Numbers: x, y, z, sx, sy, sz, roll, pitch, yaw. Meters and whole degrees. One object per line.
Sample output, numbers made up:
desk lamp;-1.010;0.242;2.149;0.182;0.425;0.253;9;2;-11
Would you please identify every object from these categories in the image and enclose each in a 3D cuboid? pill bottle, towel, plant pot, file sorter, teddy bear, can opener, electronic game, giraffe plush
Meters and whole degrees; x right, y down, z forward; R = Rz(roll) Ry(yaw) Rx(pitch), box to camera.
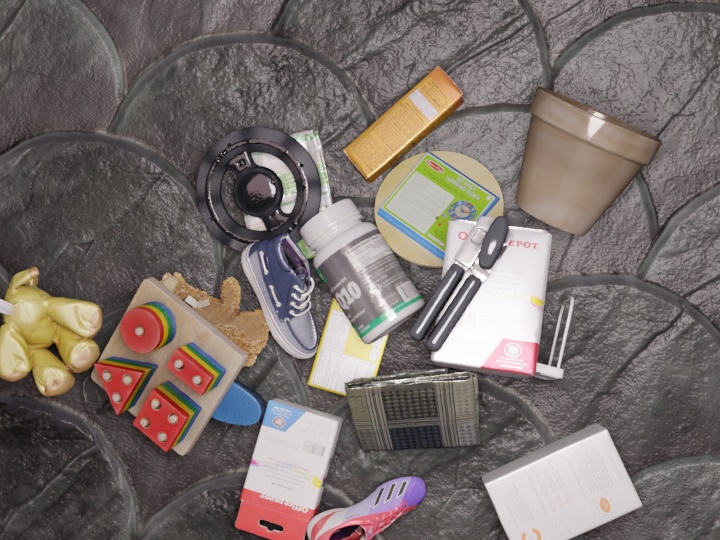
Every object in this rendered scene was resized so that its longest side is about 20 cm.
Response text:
pill bottle;0.000;0.000;1.548;0.113;0.113;0.201;-33;82;2
towel;-0.116;-0.111;1.635;0.148;0.031;0.201;-13;88;6
plant pot;0.318;-0.155;1.531;0.199;0.200;0.174;26;106;6
file sorter;0.210;0.080;1.539;0.199;0.139;0.125;14;85;6
teddy bear;-0.239;0.078;1.607;0.199;0.067;0.146;6;64;-5
towel;0.082;0.207;1.529;0.191;0.201;0.035;-4;51;6
can opener;0.134;0.013;1.368;0.053;0.067;0.201;32;85;12
electronic game;-0.159;-0.123;1.602;0.199;0.042;0.201;1;97;6
giraffe plush;-0.503;0.082;1.596;0.200;0.162;0.173;43;83;-15

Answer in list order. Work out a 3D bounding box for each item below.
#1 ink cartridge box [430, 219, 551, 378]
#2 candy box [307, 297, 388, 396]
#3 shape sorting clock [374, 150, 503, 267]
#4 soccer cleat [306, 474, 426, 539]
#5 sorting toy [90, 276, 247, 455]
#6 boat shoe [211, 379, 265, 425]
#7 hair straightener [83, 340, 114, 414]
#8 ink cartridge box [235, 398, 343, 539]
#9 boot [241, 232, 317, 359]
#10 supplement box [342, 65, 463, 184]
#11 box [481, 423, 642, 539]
ink cartridge box;0.183;0.042;1.435;0.147;0.086;0.201;8;80;7
candy box;-0.006;0.097;1.611;0.102;0.026;0.201;17;88;8
shape sorting clock;0.121;-0.096;1.583;0.199;0.039;0.201;-4;67;9
soccer cleat;0.019;0.372;1.546;0.199;0.073;0.069;-21;109;-17
sorting toy;-0.303;0.151;1.539;0.198;0.070;0.201;37;111;11
boat shoe;-0.230;0.175;1.591;0.199;0.069;0.085;23;107;16
hair straightener;-0.376;0.146;1.638;0.077;0.041;0.200;40;95;6
ink cartridge box;-0.110;0.311;1.587;0.115;0.067;0.201;16;88;6
boot;-0.104;0.042;1.566;0.090;0.073;0.201;-17;107;44
supplement box;0.067;-0.225;1.603;0.200;0.067;0.069;-43;84;1
box;0.297;0.329;1.537;0.199;0.097;0.125;-25;85;2
